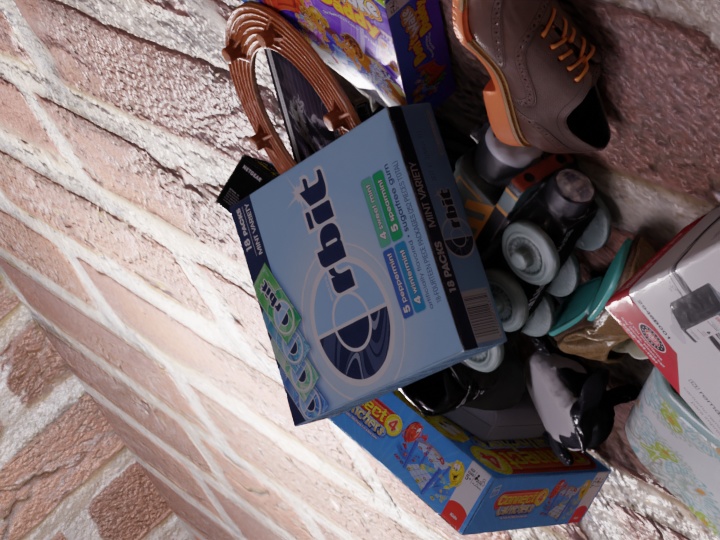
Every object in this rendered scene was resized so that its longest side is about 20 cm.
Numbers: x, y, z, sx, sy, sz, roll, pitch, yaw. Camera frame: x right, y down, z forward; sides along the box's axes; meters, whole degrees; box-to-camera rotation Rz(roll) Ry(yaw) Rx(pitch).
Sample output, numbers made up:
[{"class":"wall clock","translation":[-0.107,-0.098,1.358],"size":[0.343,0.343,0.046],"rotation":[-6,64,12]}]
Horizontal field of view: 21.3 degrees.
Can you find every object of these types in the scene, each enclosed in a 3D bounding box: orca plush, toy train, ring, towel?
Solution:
[{"class":"orca plush","translation":[0.175,0.087,1.441],"size":[0.200,0.071,0.106],"rotation":[101,154,-81]},{"class":"toy train","translation":[0.092,-0.016,1.310],"size":[0.114,0.085,0.200],"rotation":[46,142,16]},{"class":"ring","translation":[-0.047,-0.105,1.423],"size":[0.201,0.019,0.201],"rotation":[48,159,26]},{"class":"towel","translation":[0.273,0.152,1.354],"size":[0.200,0.048,0.171],"rotation":[45,162,14]}]

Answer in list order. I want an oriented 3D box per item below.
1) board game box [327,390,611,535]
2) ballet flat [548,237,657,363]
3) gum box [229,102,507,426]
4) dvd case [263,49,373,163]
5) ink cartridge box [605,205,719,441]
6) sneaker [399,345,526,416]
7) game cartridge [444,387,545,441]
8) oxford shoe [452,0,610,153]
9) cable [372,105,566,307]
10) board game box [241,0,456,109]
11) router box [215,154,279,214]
[{"class":"board game box","translation":[0.081,0.136,1.602],"size":[0.196,0.056,0.200],"rotation":[38,-162,30]},{"class":"ballet flat","translation":[0.183,0.029,1.294],"size":[0.072,0.068,0.200],"rotation":[27,163,0]},{"class":"gum box","translation":[0.000,0.000,1.325],"size":[0.200,0.044,0.171],"rotation":[-28,76,49]},{"class":"dvd case","translation":[-0.022,-0.101,1.469],"size":[0.200,0.016,0.149],"rotation":[46,156,54]},{"class":"ink cartridge box","translation":[0.243,0.031,1.092],"size":[0.144,0.084,0.200],"rotation":[49,163,1]},{"class":"sneaker","translation":[0.061,0.076,1.434],"size":[0.200,0.076,0.091],"rotation":[27,-150,-45]},{"class":"game cartridge","translation":[0.063,0.072,1.603],"size":[0.200,0.041,0.133],"rotation":[38,-158,29]},{"class":"oxford shoe","translation":[0.106,-0.140,1.117],"size":[0.073,0.071,0.200],"rotation":[18,157,27]},{"class":"cable","translation":[0.075,-0.041,1.419],"size":[0.200,0.051,0.163],"rotation":[54,163,-15]},{"class":"board game box","translation":[-0.026,-0.203,1.320],"size":[0.200,0.045,0.135],"rotation":[39,161,30]},{"class":"router box","translation":[-0.004,-0.012,1.567],"size":[0.200,0.051,0.149],"rotation":[39,-167,28]}]
